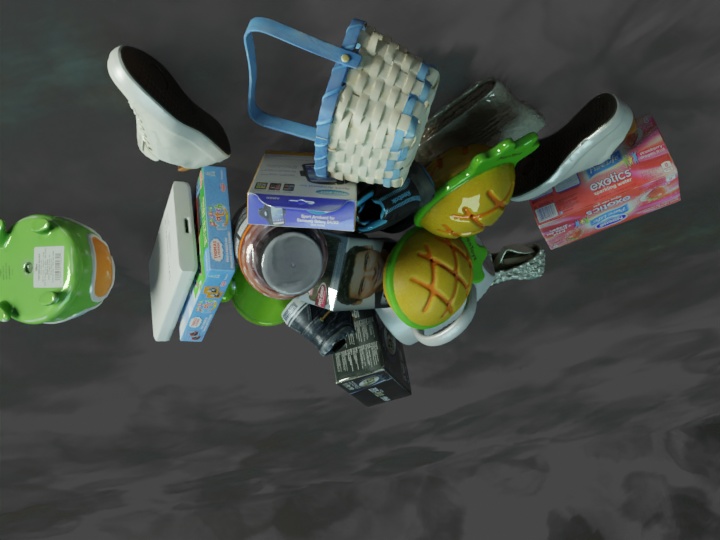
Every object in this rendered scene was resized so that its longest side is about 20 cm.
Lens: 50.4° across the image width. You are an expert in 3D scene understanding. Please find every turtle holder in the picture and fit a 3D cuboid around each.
[{"bbox_3d":[-0.408,0.009,0.997,0.184,0.142,0.131,-33,165,19],"label":"turtle holder"}]

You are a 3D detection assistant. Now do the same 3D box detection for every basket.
[{"bbox_3d":[-0.027,-0.178,0.812,0.197,0.141,0.177,16,161,-2],"label":"basket"}]

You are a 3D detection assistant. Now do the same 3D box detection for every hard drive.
[{"bbox_3d":[-0.255,-0.007,1.033,0.026,0.133,0.200,2,150,-25],"label":"hard drive"}]

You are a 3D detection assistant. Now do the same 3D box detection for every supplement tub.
[{"bbox_3d":[-0.099,-0.027,0.925,0.105,0.109,0.200,-4,-166,-15],"label":"supplement tub"}]

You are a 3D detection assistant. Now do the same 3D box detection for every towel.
[{"bbox_3d":[0.132,-0.168,1.002,0.199,0.035,0.132,-32,148,32],"label":"towel"}]

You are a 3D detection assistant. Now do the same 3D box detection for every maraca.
[{"bbox_3d":[0.108,-0.003,1.063,0.199,0.139,0.106,-35,-158,-35],"label":"maraca"},{"bbox_3d":[0.141,-0.109,0.953,0.136,0.108,0.200,-23,168,-38],"label":"maraca"}]

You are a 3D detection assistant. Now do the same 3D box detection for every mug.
[{"bbox_3d":[0.120,0.031,1.195,0.174,0.201,0.148,-31,128,20],"label":"mug"}]

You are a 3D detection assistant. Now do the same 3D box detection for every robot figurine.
[{"bbox_3d":[-0.129,0.008,1.134,0.173,0.117,0.200,-8,154,-25],"label":"robot figurine"}]

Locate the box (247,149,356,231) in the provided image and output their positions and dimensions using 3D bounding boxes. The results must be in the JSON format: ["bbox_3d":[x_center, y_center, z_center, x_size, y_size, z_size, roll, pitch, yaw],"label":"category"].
[{"bbox_3d":[-0.063,-0.092,0.879,0.117,0.201,0.042,4,116,-1],"label":"box"}]

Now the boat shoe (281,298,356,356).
[{"bbox_3d":[-0.037,0.066,1.140,0.071,0.091,0.200,-49,170,27],"label":"boat shoe"}]

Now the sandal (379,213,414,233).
[{"bbox_3d":[0.012,-0.080,1.103,0.199,0.046,0.075,16,144,-43],"label":"sandal"}]

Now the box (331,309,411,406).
[{"bbox_3d":[0.009,0.106,1.286,0.085,0.202,0.164,-17,152,13],"label":"box"}]

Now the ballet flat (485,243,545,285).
[{"bbox_3d":[0.229,-0.015,1.312,0.197,0.073,0.072,-9,154,-18],"label":"ballet flat"}]

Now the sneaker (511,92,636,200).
[{"bbox_3d":[0.286,-0.150,1.037,0.084,0.074,0.199,18,139,-41],"label":"sneaker"}]

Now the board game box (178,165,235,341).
[{"bbox_3d":[-0.210,-0.017,1.013,0.036,0.153,0.200,2,149,-22],"label":"board game box"}]

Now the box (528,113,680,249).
[{"bbox_3d":[0.342,-0.124,1.099,0.198,0.104,0.095,-23,152,17],"label":"box"}]

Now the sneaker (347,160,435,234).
[{"bbox_3d":[0.009,-0.083,0.958,0.082,0.074,0.200,-34,-175,-26],"label":"sneaker"}]

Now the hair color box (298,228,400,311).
[{"bbox_3d":[0.000,0.000,1.074,0.060,0.100,0.199,15,-173,29],"label":"hair color box"}]

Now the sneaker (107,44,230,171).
[{"bbox_3d":[-0.221,-0.159,0.823,0.084,0.074,0.200,-21,153,12],"label":"sneaker"}]
